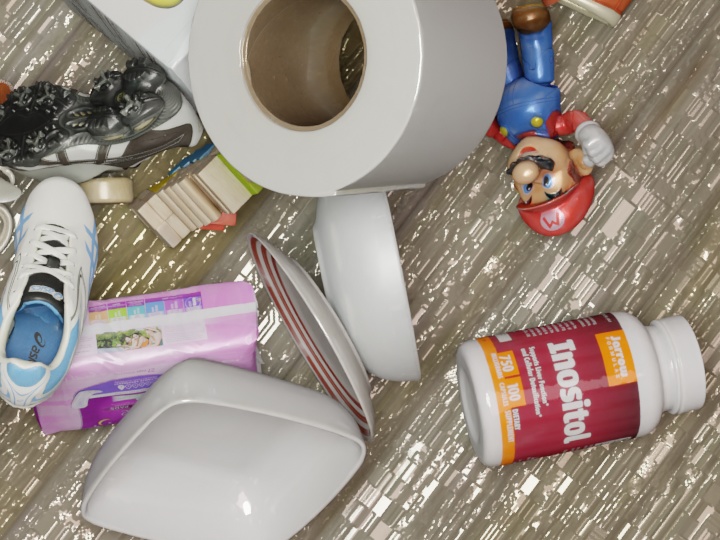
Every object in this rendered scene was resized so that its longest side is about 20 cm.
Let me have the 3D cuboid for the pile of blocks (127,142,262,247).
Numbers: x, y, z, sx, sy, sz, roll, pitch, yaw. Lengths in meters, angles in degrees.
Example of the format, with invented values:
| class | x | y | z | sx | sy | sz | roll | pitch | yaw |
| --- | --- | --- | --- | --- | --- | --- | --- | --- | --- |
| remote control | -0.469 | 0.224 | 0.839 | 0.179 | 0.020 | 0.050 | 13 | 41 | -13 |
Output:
| class | x | y | z | sx | sy | sz | roll | pitch | yaw |
| --- | --- | --- | --- | --- | --- | --- | --- | --- | --- |
| pile of blocks | -0.112 | -0.075 | 1.483 | 0.062 | 0.200 | 0.082 | 48 | 44 | -18 |

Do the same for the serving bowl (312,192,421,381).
| class | x | y | z | sx | sy | sz | roll | pitch | yaw |
| --- | --- | --- | --- | --- | --- | --- | --- | --- | --- |
| serving bowl | 0.000 | 0.000 | 1.461 | 0.066 | 0.200 | 0.200 | -12 | 91 | -1 |

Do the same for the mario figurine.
| class | x | y | z | sx | sy | sz | roll | pitch | yaw |
| --- | --- | --- | --- | --- | --- | --- | --- | --- | --- |
| mario figurine | 0.145 | -0.127 | 1.518 | 0.106 | 0.123 | 0.200 | -14 | 87 | -19 |

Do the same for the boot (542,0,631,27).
| class | x | y | z | sx | sy | sz | roll | pitch | yaw |
| --- | --- | --- | --- | --- | --- | --- | --- | --- | --- |
| boot | 0.163 | -0.293 | 1.545 | 0.200 | 0.075 | 0.107 | 27 | 99 | 0 |

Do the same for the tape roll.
| class | x | y | z | sx | sy | sz | roll | pitch | yaw |
| --- | --- | --- | --- | --- | --- | --- | --- | --- | --- |
| tape roll | -0.009 | -0.158 | 1.310 | 0.202 | 0.139 | 0.203 | 3 | 97 | 30 |

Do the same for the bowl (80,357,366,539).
| class | x | y | z | sx | sy | sz | roll | pitch | yaw |
| --- | --- | --- | --- | --- | --- | --- | --- | --- | --- |
| bowl | -0.117 | 0.150 | 1.456 | 0.199 | 0.075 | 0.200 | 18 | 132 | -28 |

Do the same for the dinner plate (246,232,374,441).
| class | x | y | z | sx | sy | sz | roll | pitch | yaw |
| --- | --- | --- | --- | --- | --- | --- | --- | --- | --- |
| dinner plate | -0.035 | 0.051 | 1.453 | 0.024 | 0.200 | 0.200 | -31 | 93 | -11 |

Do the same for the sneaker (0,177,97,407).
| class | x | y | z | sx | sy | sz | roll | pitch | yaw |
| --- | --- | --- | --- | --- | --- | --- | --- | --- | --- |
| sneaker | -0.246 | 0.010 | 1.387 | 0.072 | 0.072 | 0.200 | 14 | 60 | -15 |

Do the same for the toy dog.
| class | x | y | z | sx | sy | sz | roll | pitch | yaw |
| --- | --- | --- | --- | --- | --- | --- | --- | --- | --- |
| toy dog | -0.278 | -0.099 | 1.480 | 0.200 | 0.096 | 0.132 | -21 | 88 | -7 |

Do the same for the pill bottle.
| class | x | y | z | sx | sy | sz | roll | pitch | yaw |
| --- | --- | --- | --- | --- | --- | --- | --- | --- | --- |
| pill bottle | 0.191 | 0.098 | 1.522 | 0.200 | 0.113 | 0.113 | -11 | 91 | -6 |

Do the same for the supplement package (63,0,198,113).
| class | x | y | z | sx | sy | sz | roll | pitch | yaw |
| --- | --- | --- | --- | --- | --- | --- | --- | --- | --- |
| supplement package | -0.136 | -0.259 | 1.440 | 0.200 | 0.147 | 0.191 | 40 | 85 | 21 |

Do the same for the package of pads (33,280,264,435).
| class | x | y | z | sx | sy | sz | roll | pitch | yaw |
| --- | --- | --- | --- | --- | --- | --- | --- | --- | --- |
| package of pads | -0.181 | 0.074 | 1.476 | 0.200 | 0.121 | 0.076 | -8 | 58 | -6 |

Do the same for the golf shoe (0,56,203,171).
| class | x | y | z | sx | sy | sz | roll | pitch | yaw |
| --- | --- | --- | --- | --- | --- | --- | --- | --- | --- |
| golf shoe | -0.217 | -0.107 | 1.403 | 0.200 | 0.094 | 0.078 | -5 | 64 | 33 |
